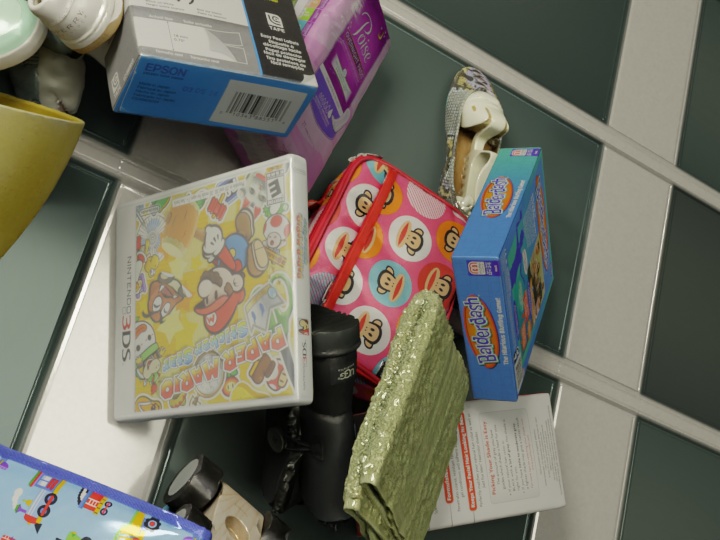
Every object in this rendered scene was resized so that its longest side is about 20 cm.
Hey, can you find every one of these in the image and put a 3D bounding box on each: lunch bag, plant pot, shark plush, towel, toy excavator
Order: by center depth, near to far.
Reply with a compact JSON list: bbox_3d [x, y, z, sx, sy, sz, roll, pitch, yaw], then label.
[{"bbox_3d":[-0.201,0.220,0.700,0.151,0.199,0.094,-65,154,-24],"label":"lunch bag"},{"bbox_3d":[-0.311,-0.065,0.729,0.199,0.200,0.143,13,98,-27],"label":"plant pot"},{"bbox_3d":[-0.158,0.270,0.782,0.100,0.200,0.195,42,17,-15],"label":"toy excavator"},{"bbox_3d":[-0.288,-0.210,0.828,0.083,0.091,0.200,-35,108,9],"label":"shark plush"},{"bbox_3d":[0.040,0.129,0.841,0.149,0.036,0.201,67,37,-48],"label":"towel"},{"bbox_3d":[0.000,0.000,0.946,0.176,0.082,0.201,33,63,-16],"label":"lunch bag"}]

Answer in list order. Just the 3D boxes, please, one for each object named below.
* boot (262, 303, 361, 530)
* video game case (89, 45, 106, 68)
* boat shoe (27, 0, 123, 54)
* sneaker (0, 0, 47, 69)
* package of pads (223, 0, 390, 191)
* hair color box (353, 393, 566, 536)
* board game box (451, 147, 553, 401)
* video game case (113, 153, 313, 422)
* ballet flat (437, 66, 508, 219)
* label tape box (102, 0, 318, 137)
[{"bbox_3d":[-0.075,0.105,0.845,0.076,0.199,0.169,-14,111,-44],"label":"boot"},{"bbox_3d":[-0.225,-0.253,0.853,0.200,0.022,0.183,42,32,-16],"label":"video game case"},{"bbox_3d":[-0.223,-0.254,0.755,0.069,0.071,0.201,28,37,-54],"label":"boat shoe"},{"bbox_3d":[-0.329,-0.208,0.735,0.199,0.118,0.074,12,65,-3],"label":"sneaker"},{"bbox_3d":[-0.049,-0.176,0.931,0.201,0.075,0.121,-62,153,-25],"label":"package of pads"},{"bbox_3d":[0.089,0.178,0.963,0.199,0.064,0.112,0,78,-32],"label":"hair color box"},{"bbox_3d":[0.137,-0.001,0.960,0.200,0.045,0.153,-59,144,-52],"label":"board game box"},{"bbox_3d":[-0.120,0.019,0.802,0.023,0.199,0.183,13,71,-52],"label":"video game case"},{"bbox_3d":[0.120,-0.122,1.047,0.072,0.072,0.201,19,70,-26],"label":"ballet flat"},{"bbox_3d":[-0.129,-0.207,0.813,0.144,0.063,0.201,4,53,-31],"label":"label tape box"}]
